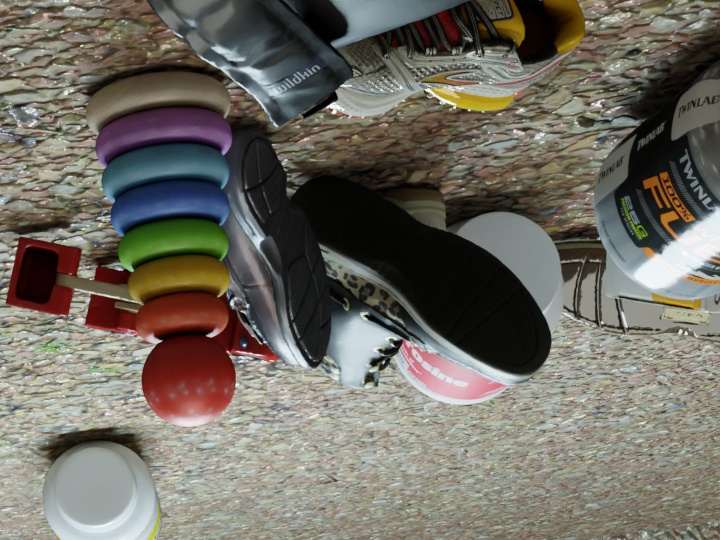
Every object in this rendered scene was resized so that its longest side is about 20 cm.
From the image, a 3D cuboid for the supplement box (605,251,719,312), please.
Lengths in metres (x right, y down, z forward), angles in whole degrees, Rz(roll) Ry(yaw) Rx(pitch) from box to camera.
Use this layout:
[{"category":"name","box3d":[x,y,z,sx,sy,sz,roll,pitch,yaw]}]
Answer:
[{"category":"supplement box","box3d":[0.298,-0.010,1.855,0.200,0.074,0.126,0,-175,-31]}]

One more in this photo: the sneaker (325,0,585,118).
[{"category":"sneaker","box3d":[0.038,-0.132,1.335,0.200,0.078,0.082,-7,165,-44]}]

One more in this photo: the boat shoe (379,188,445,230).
[{"category":"boat shoe","box3d":[0.000,0.000,1.809,0.071,0.065,0.200,-2,164,-25]}]

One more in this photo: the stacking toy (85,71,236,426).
[{"category":"stacking toy","box3d":[-0.105,-0.009,1.444,0.085,0.200,0.085,-8,165,-2]}]

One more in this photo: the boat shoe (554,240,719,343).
[{"category":"boat shoe","box3d":[0.227,0.009,1.968,0.200,0.076,0.072,14,122,-12]}]

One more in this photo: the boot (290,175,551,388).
[{"category":"boot","box3d":[0.034,0.036,1.708,0.073,0.203,0.154,-48,163,-29]}]

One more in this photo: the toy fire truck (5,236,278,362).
[{"category":"toy fire truck","box3d":[-0.145,0.023,1.763,0.200,0.049,0.141,11,175,-4]}]

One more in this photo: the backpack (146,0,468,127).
[{"category":"backpack","box3d":[-0.014,-0.167,0.999,0.200,0.154,0.190,-26,165,28]}]

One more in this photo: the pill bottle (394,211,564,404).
[{"category":"pill bottle","box3d":[0.089,0.026,1.865,0.112,0.112,0.200,-6,165,-9]}]

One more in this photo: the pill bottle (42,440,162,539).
[{"category":"pill bottle","box3d":[-0.252,0.229,2.451,0.109,0.109,0.200,-8,165,-3]}]

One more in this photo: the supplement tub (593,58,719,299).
[{"category":"supplement tub","box3d":[0.238,-0.065,1.583,0.122,0.123,0.200,-3,163,-20]}]

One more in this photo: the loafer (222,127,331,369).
[{"category":"loafer","box3d":[-0.070,-0.015,1.614,0.063,0.072,0.200,3,138,22]}]
